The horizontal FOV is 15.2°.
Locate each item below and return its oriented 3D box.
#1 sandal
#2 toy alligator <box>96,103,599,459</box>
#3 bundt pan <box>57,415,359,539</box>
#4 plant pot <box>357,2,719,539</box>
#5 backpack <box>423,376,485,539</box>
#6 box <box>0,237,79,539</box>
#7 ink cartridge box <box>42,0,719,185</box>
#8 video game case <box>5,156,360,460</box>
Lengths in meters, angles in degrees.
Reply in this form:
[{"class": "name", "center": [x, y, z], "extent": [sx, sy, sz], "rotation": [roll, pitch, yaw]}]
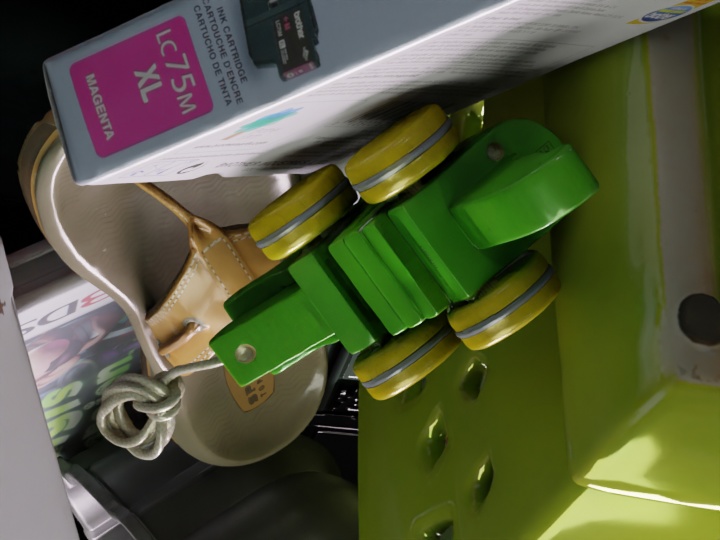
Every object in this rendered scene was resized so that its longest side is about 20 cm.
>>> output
[{"class": "sandal", "center": [-0.041, 0.006, 0.808], "extent": [0.080, 0.054, 0.200], "rotation": [-33, 144, -11]}, {"class": "toy alligator", "center": [0.000, 0.000, 0.735], "extent": [0.200, 0.054, 0.059], "rotation": [-29, 100, 44]}, {"class": "bundt pan", "center": [-0.018, 0.125, 0.955], "extent": [0.076, 0.202, 0.202], "rotation": [-38, 158, -12]}, {"class": "plant pot", "center": [0.118, 0.021, 0.788], "extent": [0.200, 0.199, 0.182], "rotation": [8, 149, -13]}, {"class": "backpack", "center": [0.103, 0.074, 0.973], "extent": [0.200, 0.167, 0.127], "rotation": [1, 147, 33]}, {"class": "box", "center": [-0.192, 0.082, 0.770], "extent": [0.200, 0.106, 0.152], "rotation": [-2, 122, 16]}, {"class": "ink cartridge box", "center": [0.035, -0.071, 0.668], "extent": [0.200, 0.042, 0.119], "rotation": [-19, 175, 27]}, {"class": "video game case", "center": [-0.091, 0.029, 0.912], "extent": [0.182, 0.023, 0.200], "rotation": [-25, 164, -21]}]
